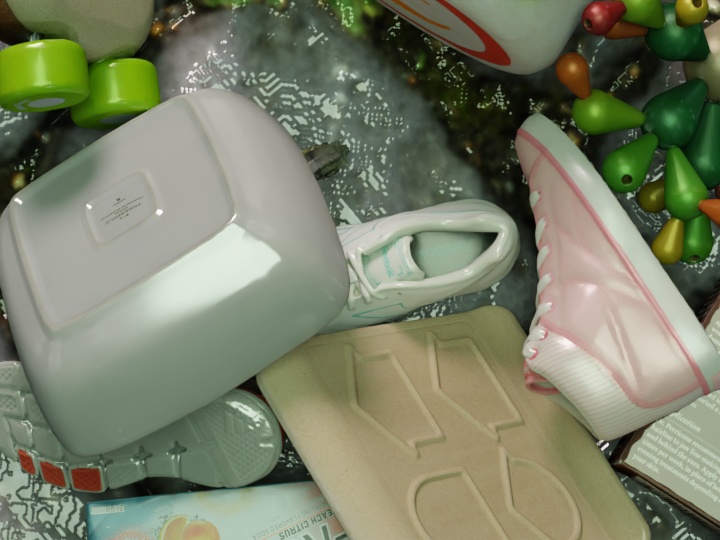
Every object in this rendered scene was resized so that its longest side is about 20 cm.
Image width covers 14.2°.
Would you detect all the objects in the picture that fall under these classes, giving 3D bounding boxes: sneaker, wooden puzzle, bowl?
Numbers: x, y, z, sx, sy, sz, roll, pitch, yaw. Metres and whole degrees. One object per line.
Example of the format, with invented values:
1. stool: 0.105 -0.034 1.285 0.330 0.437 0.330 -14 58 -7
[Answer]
1. sneaker: 0.000 0.000 1.717 0.199 0.080 0.071 -20 88 -3
2. wooden puzzle: 0.050 0.114 1.665 0.199 0.046 0.186 -11 60 -43
3. bowl: -0.121 -0.012 1.651 0.199 0.075 0.200 -31 42 6
4. sneaker: 0.120 0.009 1.684 0.104 0.075 0.201 -33 71 3
5. sneaker: -0.129 0.085 1.715 0.199 0.082 0.077 8 111 18

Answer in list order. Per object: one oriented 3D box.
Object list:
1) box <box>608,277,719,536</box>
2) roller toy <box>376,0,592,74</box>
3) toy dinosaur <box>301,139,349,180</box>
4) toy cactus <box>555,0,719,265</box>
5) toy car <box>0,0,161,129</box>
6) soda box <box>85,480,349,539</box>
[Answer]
1. box: 0.241 0.057 1.725 0.100 0.075 0.200 33 86 2
2. roller toy: 0.063 -0.217 1.687 0.200 0.182 0.140 30 85 25
3. toy dinosaur: -0.076 -0.013 1.705 0.088 0.048 0.200 -1 48 36
4. toy cactus: 0.200 -0.104 1.713 0.165 0.102 0.201 -45 122 -33
5. toy car: -0.237 -0.158 1.715 0.199 0.158 0.165 -13 80 25
6. soda box: -0.061 0.158 1.703 0.199 0.068 0.064 -6 85 -4
